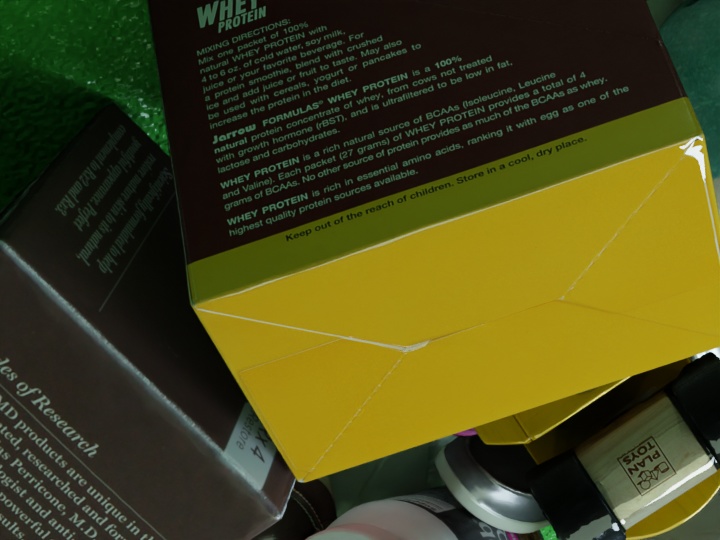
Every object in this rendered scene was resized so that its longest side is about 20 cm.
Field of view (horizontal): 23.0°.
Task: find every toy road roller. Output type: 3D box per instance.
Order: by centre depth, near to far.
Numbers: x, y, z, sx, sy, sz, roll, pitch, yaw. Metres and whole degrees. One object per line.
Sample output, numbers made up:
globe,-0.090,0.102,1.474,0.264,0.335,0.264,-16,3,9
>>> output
toy road roller,0.116,0.049,0.944,0.123,0.201,0.146,-34,179,4

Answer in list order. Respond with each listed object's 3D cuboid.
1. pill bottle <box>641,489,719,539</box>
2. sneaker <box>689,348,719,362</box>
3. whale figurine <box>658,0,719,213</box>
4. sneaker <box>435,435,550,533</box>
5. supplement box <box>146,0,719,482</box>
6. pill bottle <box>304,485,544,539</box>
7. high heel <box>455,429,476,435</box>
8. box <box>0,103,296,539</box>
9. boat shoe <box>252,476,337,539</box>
pill bottle,0.189,0.191,1.111,0.111,0.112,0.201,-11,143,-13
sneaker,0.195,-0.005,0.983,0.084,0.075,0.200,-33,130,-4
whale figurine,0.221,-0.112,0.856,0.200,0.159,0.104,-36,101,13
sneaker,0.140,0.106,1.130,0.199,0.075,0.106,6,132,-44
supplement box,0.030,-0.054,0.741,0.196,0.201,0.133,-19,140,6
pill bottle,0.034,0.196,1.094,0.116,0.117,0.200,-37,164,20
high heel,0.128,0.049,1.078,0.199,0.096,0.068,-28,108,-23
box,-0.141,0.068,0.810,0.164,0.166,0.200,45,114,-11
boat shoe,-0.042,0.185,1.126,0.072,0.072,0.200,-16,144,-1
